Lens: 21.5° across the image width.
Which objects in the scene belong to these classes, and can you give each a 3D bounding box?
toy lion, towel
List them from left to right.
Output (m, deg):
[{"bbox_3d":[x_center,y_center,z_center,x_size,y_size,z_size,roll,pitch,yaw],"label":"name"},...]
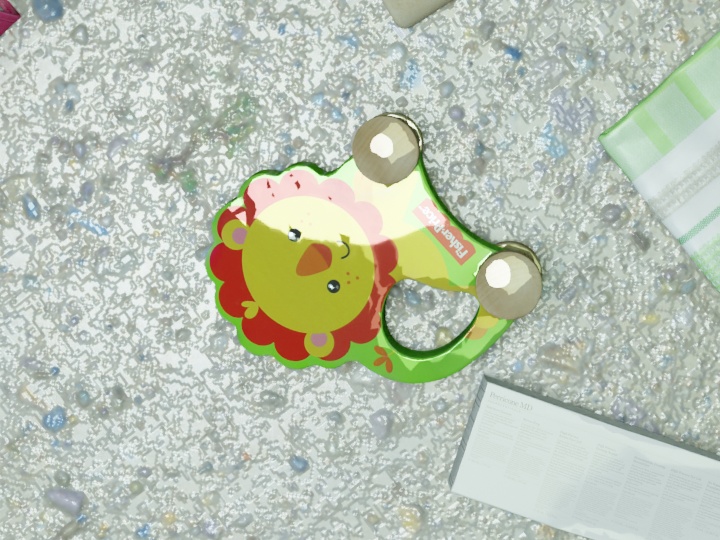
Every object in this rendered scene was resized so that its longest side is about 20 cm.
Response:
[{"bbox_3d":[0.000,0.000,1.318,0.192,0.069,0.200,-43,93,10],"label":"toy lion"},{"bbox_3d":[0.283,-0.063,1.325,0.149,0.031,0.200,-41,93,2],"label":"towel"}]

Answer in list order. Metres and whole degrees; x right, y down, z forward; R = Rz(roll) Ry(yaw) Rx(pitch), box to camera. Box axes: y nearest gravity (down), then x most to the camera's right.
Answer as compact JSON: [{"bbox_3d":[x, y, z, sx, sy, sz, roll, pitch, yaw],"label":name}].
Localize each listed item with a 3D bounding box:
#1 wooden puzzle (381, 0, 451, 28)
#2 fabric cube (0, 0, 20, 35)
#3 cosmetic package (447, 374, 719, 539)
[{"bbox_3d":[0.063,-0.278,1.258,0.184,0.046,0.201,-33,123,1],"label":"wooden puzzle"},{"bbox_3d":[-0.372,-0.171,1.233,0.199,0.200,0.196,-43,94,3],"label":"fabric cube"},{"bbox_3d":[0.168,0.144,1.328,0.198,0.051,0.083,19,96,-2],"label":"cosmetic package"}]
